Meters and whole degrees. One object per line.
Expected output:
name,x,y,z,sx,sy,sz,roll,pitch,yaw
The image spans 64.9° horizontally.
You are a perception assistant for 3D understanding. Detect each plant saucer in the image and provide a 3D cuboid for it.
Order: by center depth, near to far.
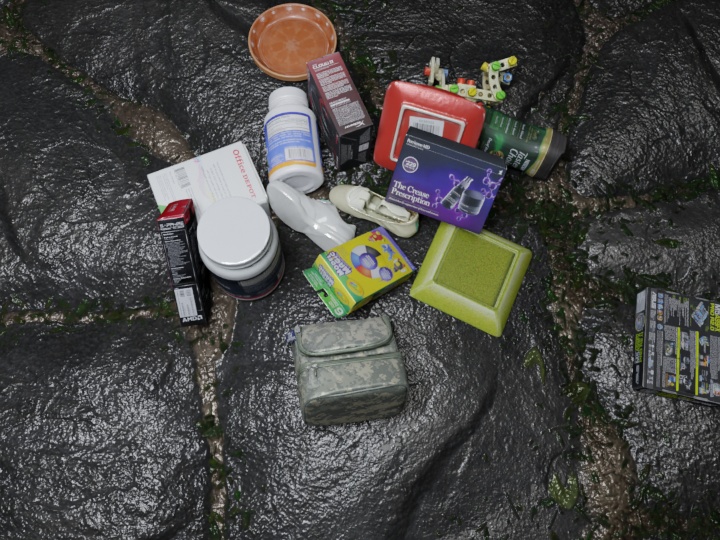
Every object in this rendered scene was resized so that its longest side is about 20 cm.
plant saucer,0.226,-0.002,1.122,0.198,0.048,0.201,25,72,6
plant saucer,-0.153,-0.515,1.283,0.198,0.032,0.202,1,71,-2

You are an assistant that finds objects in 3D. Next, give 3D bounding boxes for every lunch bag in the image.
lunch bag,-0.025,0.168,1.006,0.198,0.140,0.169,-7,53,-7

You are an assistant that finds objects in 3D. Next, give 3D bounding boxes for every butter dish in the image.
butter dish,0.146,-0.301,1.168,0.198,0.200,0.148,18,45,5

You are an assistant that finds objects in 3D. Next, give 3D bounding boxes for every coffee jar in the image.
coffee jar,0.322,-0.264,1.183,0.198,0.105,0.086,19,60,5

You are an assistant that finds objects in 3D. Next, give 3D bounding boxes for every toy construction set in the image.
toy construction set,0.234,-0.408,1.234,0.198,0.092,0.133,8,96,8

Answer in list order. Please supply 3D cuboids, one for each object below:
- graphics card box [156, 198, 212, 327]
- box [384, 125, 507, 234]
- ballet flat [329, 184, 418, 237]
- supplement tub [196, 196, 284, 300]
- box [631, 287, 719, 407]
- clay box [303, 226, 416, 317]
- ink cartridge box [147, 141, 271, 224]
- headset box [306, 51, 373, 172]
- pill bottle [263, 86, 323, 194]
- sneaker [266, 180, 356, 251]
graphics card box,-0.310,-0.016,1.014,0.050,0.126,0.202,-10,111,-7
box,0.163,-0.176,1.097,0.198,0.079,0.142,19,116,3
ballet flat,0.029,-0.133,1.147,0.199,0.070,0.070,24,72,6
supplement tub,-0.215,-0.036,1.033,0.139,0.200,0.142,1,71,-2
box,0.616,0.147,1.093,0.159,0.044,0.202,12,72,1
clay box,0.000,0.000,1.069,0.199,0.048,0.115,-27,73,-40
ink cartridge box,-0.296,-0.148,1.127,0.199,0.088,0.146,-23,75,-8
headset box,-0.048,-0.330,1.165,0.074,0.149,0.201,-21,75,-9
pill bottle,-0.140,-0.267,1.160,0.111,0.112,0.202,-7,71,-5
sneaker,-0.095,-0.119,1.131,0.200,0.075,0.089,40,56,-11
